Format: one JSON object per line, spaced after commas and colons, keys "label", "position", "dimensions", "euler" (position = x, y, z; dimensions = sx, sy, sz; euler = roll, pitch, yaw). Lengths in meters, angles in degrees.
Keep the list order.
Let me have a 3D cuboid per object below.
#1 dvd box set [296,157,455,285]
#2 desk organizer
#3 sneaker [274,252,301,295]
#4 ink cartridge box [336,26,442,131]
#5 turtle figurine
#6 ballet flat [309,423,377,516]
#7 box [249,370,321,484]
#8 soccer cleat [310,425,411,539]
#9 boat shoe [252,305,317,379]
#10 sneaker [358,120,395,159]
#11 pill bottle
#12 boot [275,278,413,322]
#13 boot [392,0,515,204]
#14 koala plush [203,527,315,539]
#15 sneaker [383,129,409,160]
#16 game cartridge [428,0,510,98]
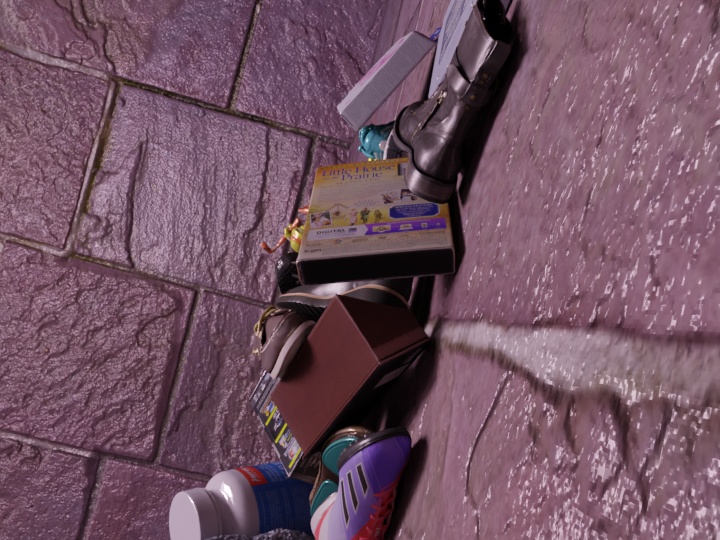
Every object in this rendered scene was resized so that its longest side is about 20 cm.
{"label": "dvd box set", "position": [0.018, -0.056, 0.755], "dimensions": [0.202, 0.142, 0.030], "euler": [-87, -10, -58]}
{"label": "desk organizer", "position": [-0.016, 0.099, 0.751], "dimensions": [0.078, 0.071, 0.201], "euler": [54, 139, 19]}
{"label": "sneaker", "position": [-0.052, 0.006, 1.040], "dimensions": [0.073, 0.199, 0.081], "euler": [-34, 61, 22]}
{"label": "ink cartridge box", "position": [0.045, -0.290, 1.084], "dimensions": [0.200, 0.043, 0.197], "euler": [-48, 11, 8]}
{"label": "turtle figurine", "position": [-0.032, -0.070, 0.930], "dimensions": [0.161, 0.065, 0.199], "euler": [-44, 6, -26]}
{"label": "ballet flat", "position": [-0.010, 0.203, 0.802], "dimensions": [0.066, 0.070, 0.202], "euler": [-51, -9, -42]}
{"label": "box", "position": [-0.050, 0.124, 0.919], "dimensions": [0.203, 0.044, 0.160], "euler": [-60, 35, 9]}
{"label": "soccer cleat", "position": [0.006, 0.214, 0.683], "dimensions": [0.202, 0.067, 0.074], "euler": [114, 145, -42]}
{"label": "boat shoe", "position": [-0.088, 0.073, 0.823], "dimensions": [0.072, 0.059, 0.200], "euler": [-47, -4, -11]}
{"label": "sneaker", "position": [0.036, -0.195, 1.129], "dimensions": [0.200, 0.078, 0.079], "euler": [-102, 28, -78]}
{"label": "pill bottle", "position": [-0.127, 0.298, 0.932], "dimensions": [0.111, 0.197, 0.116], "euler": [-2, 87, 49]}
{"label": "boot", "position": [0.000, 0.000, 0.846], "dimensions": [0.197, 0.077, 0.140], "euler": [-3, 53, 46]}
{"label": "boot", "position": [0.095, -0.177, 0.733], "dimensions": [0.202, 0.068, 0.177], "euler": [-95, 23, -57]}
{"label": "koala plush", "position": [-0.092, 0.406, 0.813], "dimensions": [0.202, 0.179, 0.180], "euler": [-114, 24, -46]}
{"label": "sneaker", "position": [0.052, -0.079, 0.917], "dimensions": [0.080, 0.076, 0.204], "euler": [8, -79, -78]}
{"label": "game cartridge", "position": [0.120, -0.274, 0.811], "dimensions": [0.201, 0.040, 0.136], "euler": [117, 161, -66]}
